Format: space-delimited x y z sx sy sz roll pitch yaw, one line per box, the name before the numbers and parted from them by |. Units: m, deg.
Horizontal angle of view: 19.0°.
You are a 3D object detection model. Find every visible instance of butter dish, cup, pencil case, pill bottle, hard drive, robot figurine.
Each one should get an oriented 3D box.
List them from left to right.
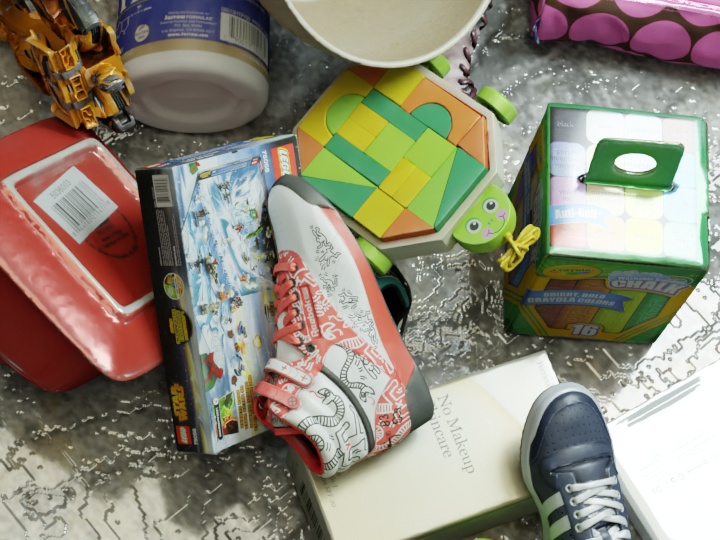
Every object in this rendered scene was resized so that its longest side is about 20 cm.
robot figurine | -0.232 -0.176 1.589 0.058 0.145 0.200 -30 44 -15
butter dish | -0.221 0.011 1.544 0.200 0.148 0.200 48 30 3
pill bottle | -0.127 -0.219 1.653 0.119 0.120 0.201 3 68 -6
cup | -0.015 -0.247 1.566 0.199 0.143 0.202 -3 96 -31
pencil case | 0.232 -0.209 1.710 0.199 0.094 0.091 7 67 -5
hard drive | 0.272 0.179 1.598 0.131 0.027 0.201 -27 74 -17

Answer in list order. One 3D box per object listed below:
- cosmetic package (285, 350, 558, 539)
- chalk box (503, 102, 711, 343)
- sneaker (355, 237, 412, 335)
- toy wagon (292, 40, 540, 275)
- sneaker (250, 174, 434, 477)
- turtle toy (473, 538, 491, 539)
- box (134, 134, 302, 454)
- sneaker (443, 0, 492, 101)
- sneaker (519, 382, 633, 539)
cosmetic package | 0.056 0.142 1.560 0.199 0.073 0.104 -19 73 -13
chalk box | 0.183 -0.040 1.578 0.124 0.200 0.125 5 68 -5
sneaker | 0.000 0.000 1.594 0.071 0.080 0.201 3 70 -39
toy wagon | 0.044 -0.072 1.544 0.200 0.040 0.155 37 84 30
sneaker | -0.038 0.042 1.485 0.108 0.067 0.202 -31 97 -22
turtle toy | 0.037 0.248 1.483 0.199 0.146 0.101 -16 48 -6
box | -0.087 0.014 1.512 0.137 0.040 0.201 -18 104 -51
sneaker | 0.080 -0.161 1.690 0.115 0.076 0.200 43 80 5
sneaker | 0.163 0.184 1.486 0.070 0.108 0.201 -9 107 -16
